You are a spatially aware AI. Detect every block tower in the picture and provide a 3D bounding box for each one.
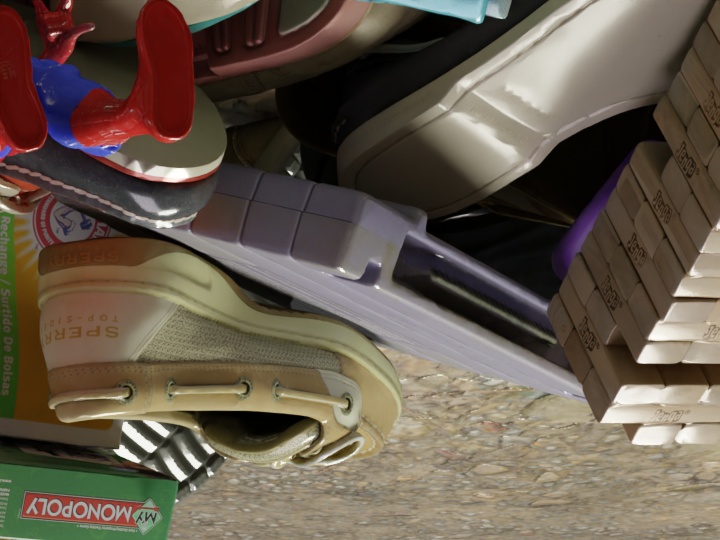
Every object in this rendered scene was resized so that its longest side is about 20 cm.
[{"bbox_3d":[0.123,-0.030,0.762,0.054,0.058,0.201,1,134,-26],"label":"block tower"}]

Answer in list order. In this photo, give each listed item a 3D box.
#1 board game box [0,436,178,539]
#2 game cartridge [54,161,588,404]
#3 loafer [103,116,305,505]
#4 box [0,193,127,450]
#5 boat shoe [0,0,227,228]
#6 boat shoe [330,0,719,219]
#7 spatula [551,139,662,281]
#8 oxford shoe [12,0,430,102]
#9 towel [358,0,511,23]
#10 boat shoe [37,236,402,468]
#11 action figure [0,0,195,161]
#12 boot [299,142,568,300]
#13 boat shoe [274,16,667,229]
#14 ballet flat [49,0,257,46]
[{"bbox_3d":[-0.183,0.064,0.867,0.199,0.029,0.134,10,-178,-35],"label":"board game box"},{"bbox_3d":[0.000,0.000,0.845,0.129,0.039,0.200,19,175,35],"label":"game cartridge"},{"bbox_3d":[-0.073,0.018,1.006,0.069,0.200,0.075,13,150,40],"label":"loafer"},{"bbox_3d":[-0.162,-0.006,0.947,0.101,0.113,0.200,9,-176,-27],"label":"box"},{"bbox_3d":[-0.121,-0.052,0.779,0.199,0.063,0.071,27,-157,33],"label":"boat shoe"},{"bbox_3d":[0.072,-0.086,0.788,0.199,0.063,0.073,-28,140,28],"label":"boat shoe"},{"bbox_3d":[0.135,-0.053,0.803,0.056,0.021,0.200,34,129,-3],"label":"spatula"},{"bbox_3d":[-0.062,-0.079,0.826,0.199,0.071,0.074,-4,173,36],"label":"oxford shoe"},{"bbox_3d":[-0.011,-0.131,0.526,0.146,0.022,0.200,5,142,-14],"label":"towel"},{"bbox_3d":[-0.047,0.044,0.861,0.073,0.064,0.201,-6,161,24],"label":"boat shoe"},{"bbox_3d":[-0.106,-0.048,0.659,0.065,0.052,0.200,-11,-178,-27],"label":"action figure"},{"bbox_3d":[0.069,-0.018,1.021,0.199,0.077,0.168,24,-178,1],"label":"boot"},{"bbox_3d":[0.071,-0.054,0.892,0.199,0.075,0.066,17,-179,16],"label":"boat shoe"},{"bbox_3d":[-0.025,-0.114,0.706,0.199,0.070,0.069,-8,163,32],"label":"ballet flat"}]
